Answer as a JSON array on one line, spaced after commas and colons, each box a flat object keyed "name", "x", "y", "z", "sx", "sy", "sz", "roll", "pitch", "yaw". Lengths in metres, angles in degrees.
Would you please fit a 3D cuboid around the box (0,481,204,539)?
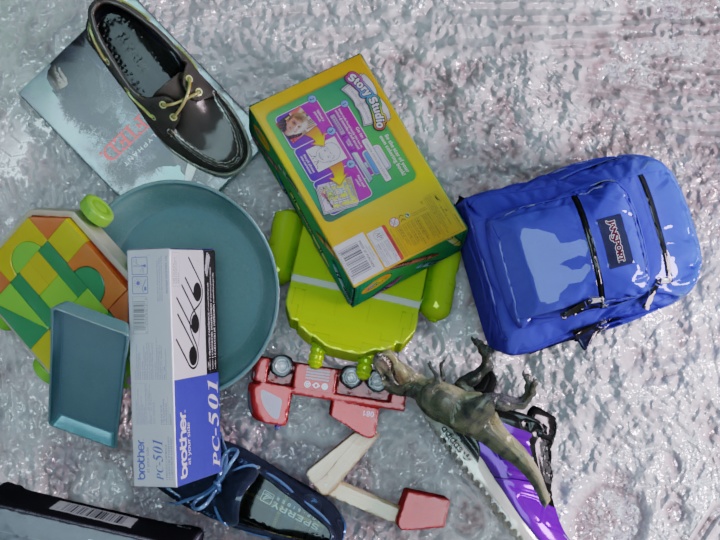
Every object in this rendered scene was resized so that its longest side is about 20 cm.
[{"name": "box", "x": -0.260, "y": 0.314, "z": 1.209, "sx": 0.196, "sy": 0.117, "sz": 0.201, "roll": 13, "pitch": 88, "yaw": -1}]

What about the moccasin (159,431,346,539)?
[{"name": "moccasin", "x": -0.105, "y": 0.199, "z": 1.242, "sx": 0.199, "sy": 0.068, "sz": 0.081, "roll": 18, "pitch": 87, "yaw": 2}]

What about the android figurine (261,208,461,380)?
[{"name": "android figurine", "x": 0.000, "y": 0.000, "z": 1.252, "sx": 0.181, "sy": 0.041, "sz": 0.201, "roll": 11, "pitch": 73, "yaw": -1}]

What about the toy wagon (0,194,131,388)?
[{"name": "toy wagon", "x": -0.249, "y": 0.036, "z": 1.231, "sx": 0.155, "sy": 0.040, "sz": 0.200, "roll": -44, "pitch": 82, "yaw": 18}]

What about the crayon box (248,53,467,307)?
[{"name": "crayon box", "x": -0.005, "y": -0.084, "z": 1.229, "sx": 0.118, "sy": 0.058, "sz": 0.201, "roll": -27, "pitch": 75, "yaw": -13}]

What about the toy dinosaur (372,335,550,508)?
[{"name": "toy dinosaur", "x": 0.108, "y": 0.116, "z": 1.211, "sx": 0.200, "sy": 0.047, "sz": 0.088, "roll": 36, "pitch": 87, "yaw": 8}]

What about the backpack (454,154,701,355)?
[{"name": "backpack", "x": 0.204, "y": -0.014, "z": 1.217, "sx": 0.199, "sy": 0.168, "sz": 0.163, "roll": -15, "pitch": 94, "yaw": -6}]

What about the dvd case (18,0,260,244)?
[{"name": "dvd case", "x": -0.203, "y": -0.146, "z": 1.283, "sx": 0.146, "sy": 0.022, "sz": 0.200, "roll": -44, "pitch": 90, "yaw": -3}]

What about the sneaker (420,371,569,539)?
[{"name": "sneaker", "x": 0.151, "y": 0.178, "z": 1.250, "sx": 0.099, "sy": 0.070, "sz": 0.200, "roll": -38, "pitch": 89, "yaw": -5}]

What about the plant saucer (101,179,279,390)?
[{"name": "plant saucer", "x": -0.164, "y": 0.016, "z": 1.247, "sx": 0.199, "sy": 0.036, "sz": 0.201, "roll": 2, "pitch": 97, "yaw": 13}]

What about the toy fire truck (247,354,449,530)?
[{"name": "toy fire truck", "x": -0.012, "y": 0.159, "z": 1.257, "sx": 0.199, "sy": 0.049, "sz": 0.142, "roll": 9, "pitch": 86, "yaw": -1}]

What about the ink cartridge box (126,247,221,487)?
[{"name": "ink cartridge box", "x": -0.161, "y": 0.081, "z": 1.176, "sx": 0.044, "sy": 0.094, "sz": 0.201, "roll": -2, "pitch": 90, "yaw": 18}]

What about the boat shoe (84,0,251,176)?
[{"name": "boat shoe", "x": -0.179, "y": -0.167, "z": 1.244, "sx": 0.072, "sy": 0.061, "sz": 0.201, "roll": -44, "pitch": 89, "yaw": -3}]

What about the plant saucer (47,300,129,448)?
[{"name": "plant saucer", "x": -0.240, "y": 0.094, "z": 1.197, "sx": 0.070, "sy": 0.200, "sz": 0.019, "roll": 20, "pitch": 52, "yaw": 1}]
